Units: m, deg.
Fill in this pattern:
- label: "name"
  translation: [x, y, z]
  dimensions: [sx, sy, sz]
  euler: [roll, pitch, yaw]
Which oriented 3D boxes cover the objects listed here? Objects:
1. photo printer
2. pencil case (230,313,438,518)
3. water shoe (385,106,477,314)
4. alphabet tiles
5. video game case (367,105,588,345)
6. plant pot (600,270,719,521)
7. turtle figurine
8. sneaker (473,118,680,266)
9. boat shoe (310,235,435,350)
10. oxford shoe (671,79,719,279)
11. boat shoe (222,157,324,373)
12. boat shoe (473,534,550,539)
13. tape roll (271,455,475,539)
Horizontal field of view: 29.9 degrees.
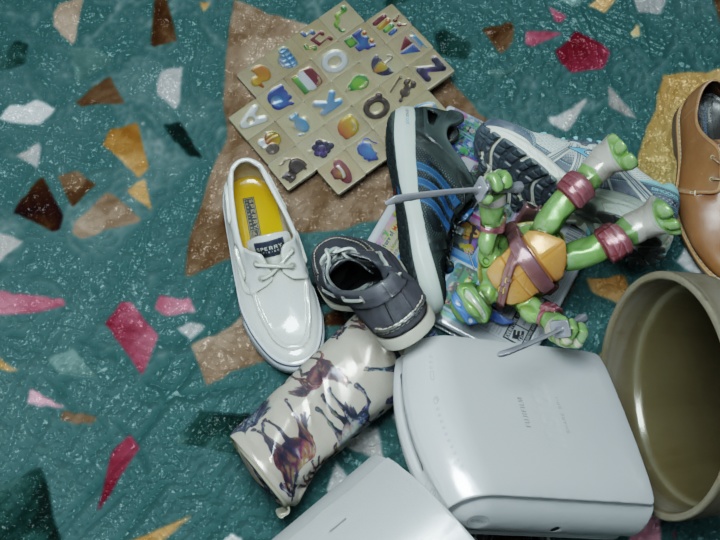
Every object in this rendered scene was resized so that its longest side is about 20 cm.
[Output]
- label: "photo printer"
  translation: [0.123, 0.133, 1.084]
  dimensions: [0.199, 0.070, 0.167]
  euler: [8, 47, -25]
- label: "pencil case"
  translation: [-0.021, 0.112, 1.136]
  dimensions: [0.200, 0.078, 0.089]
  euler: [-43, 88, -17]
- label: "water shoe"
  translation: [0.071, -0.059, 1.191]
  dimensions: [0.079, 0.072, 0.201]
  euler: [-5, 69, -6]
- label: "alphabet tiles"
  translation: [-0.018, -0.166, 1.280]
  dimensions: [0.200, 0.006, 0.167]
  euler: [-36, 69, -11]
- label: "video game case"
  translation: [0.114, -0.033, 1.232]
  dimensions: [0.182, 0.024, 0.200]
  euler: [27, 70, 10]
- label: "plant pot"
  translation: [0.320, 0.101, 1.108]
  dimensions: [0.173, 0.200, 0.201]
  euler: [0, 66, -19]
- label: "turtle figurine"
  translation: [0.156, -0.019, 1.090]
  dimensions: [0.194, 0.200, 0.144]
  euler: [-36, 59, 2]
- label: "sneaker"
  translation: [0.195, -0.083, 1.212]
  dimensions: [0.200, 0.078, 0.086]
  euler: [31, 58, 3]
- label: "boat shoe"
  translation: [0.000, 0.000, 1.129]
  dimensions: [0.073, 0.063, 0.200]
  euler: [-37, 28, -5]
- label: "oxford shoe"
  translation: [0.326, -0.082, 1.234]
  dimensions: [0.071, 0.071, 0.201]
  euler: [-4, 69, -5]
- label: "boat shoe"
  translation: [-0.079, -0.008, 1.189]
  dimensions: [0.071, 0.070, 0.201]
  euler: [-12, 68, -7]
- label: "boat shoe"
  translation: [0.124, 0.204, 1.110]
  dimensions: [0.071, 0.068, 0.201]
  euler: [-7, 64, -4]
- label: "tape roll"
  translation: [0.021, 0.259, 1.011]
  dimensions: [0.139, 0.203, 0.203]
  euler: [-37, 73, -16]
